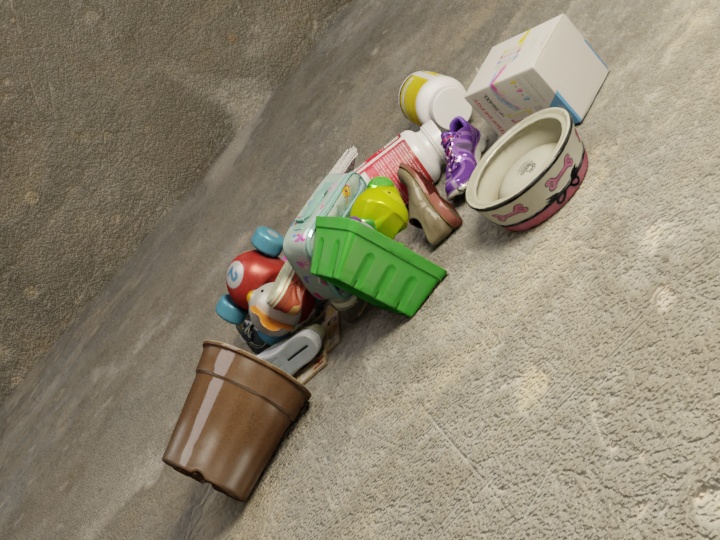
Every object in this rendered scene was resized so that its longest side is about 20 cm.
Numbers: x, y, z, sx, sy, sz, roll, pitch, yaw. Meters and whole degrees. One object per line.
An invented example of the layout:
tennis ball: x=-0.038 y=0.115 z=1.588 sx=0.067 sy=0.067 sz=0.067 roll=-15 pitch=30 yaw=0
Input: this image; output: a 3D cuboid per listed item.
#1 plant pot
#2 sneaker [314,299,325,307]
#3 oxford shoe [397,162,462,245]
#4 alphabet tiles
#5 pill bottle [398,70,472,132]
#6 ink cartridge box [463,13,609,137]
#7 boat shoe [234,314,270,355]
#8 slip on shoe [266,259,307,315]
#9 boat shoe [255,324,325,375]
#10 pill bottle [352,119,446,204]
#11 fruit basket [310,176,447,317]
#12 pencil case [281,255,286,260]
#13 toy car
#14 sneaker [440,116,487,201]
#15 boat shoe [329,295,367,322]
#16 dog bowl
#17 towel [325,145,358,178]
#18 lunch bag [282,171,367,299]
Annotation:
plant pot: x=-0.207 y=0.247 z=1.456 sx=0.199 sy=0.199 sz=0.200 roll=-9 pitch=52 yaw=58
sneaker: x=-0.056 y=-0.026 z=1.744 sx=0.201 sy=0.080 sz=0.071 roll=-53 pitch=21 yaw=-3
oxford shoe: x=0.100 y=-0.119 z=1.571 sx=0.075 sy=0.070 sz=0.201 roll=-48 pitch=37 yaw=13
alphabet tiles: x=-0.097 y=0.141 z=1.648 sx=0.167 sy=0.008 sz=0.201 roll=-41 pitch=22 yaw=18
pill bottle: x=0.153 y=-0.338 z=1.827 sx=0.111 sy=0.111 sz=0.200 roll=-47 pitch=21 yaw=3
ink cartridge box: x=0.281 y=-0.307 z=1.508 sx=0.199 sy=0.128 sz=0.126 roll=-13 pitch=41 yaw=57
boat shoe: x=-0.214 y=0.120 z=1.831 sx=0.076 sy=0.060 sz=0.200 roll=-51 pitch=22 yaw=-8
slip on shoe: x=-0.100 y=0.001 z=1.577 sx=0.074 sy=0.061 sz=0.201 roll=-42 pitch=17 yaw=45
boat shoe: x=-0.137 y=0.162 z=1.612 sx=0.199 sy=0.073 sz=0.062 roll=-32 pitch=3 yaw=27
pill bottle: x=0.077 y=-0.188 z=1.706 sx=0.199 sy=0.113 sz=0.113 roll=-37 pitch=23 yaw=7
fruit basket: x=0.033 y=-0.054 z=1.445 sx=0.217 sy=0.216 sz=0.155 roll=-54 pitch=28 yaw=-15
pencil case: x=-0.130 y=0.010 z=1.834 sx=0.088 sy=0.088 sz=0.202 roll=-18 pitch=39 yaw=52
toy car: x=-0.167 y=0.052 z=1.627 sx=0.186 sy=0.175 sz=0.200 roll=-60 pitch=8 yaw=15
sneaker: x=0.168 y=-0.200 z=1.605 sx=0.080 sy=0.083 sz=0.201 roll=-34 pitch=27 yaw=32
boat shoe: x=-0.003 y=0.000 z=1.618 sx=0.071 sy=0.061 sz=0.203 roll=-1 pitch=47 yaw=25
dog bowl: x=0.254 y=-0.145 z=1.364 sx=0.200 sy=0.074 sz=0.201 roll=-39 pitch=23 yaw=20
towel: x=-0.051 y=-0.128 z=1.770 sx=0.147 sy=0.024 sz=0.201 roll=-57 pitch=-15 yaw=-39
lunch bag: x=-0.041 y=-0.059 z=1.527 sx=0.076 sy=0.161 sz=0.201 roll=3 pitch=48 yaw=36
